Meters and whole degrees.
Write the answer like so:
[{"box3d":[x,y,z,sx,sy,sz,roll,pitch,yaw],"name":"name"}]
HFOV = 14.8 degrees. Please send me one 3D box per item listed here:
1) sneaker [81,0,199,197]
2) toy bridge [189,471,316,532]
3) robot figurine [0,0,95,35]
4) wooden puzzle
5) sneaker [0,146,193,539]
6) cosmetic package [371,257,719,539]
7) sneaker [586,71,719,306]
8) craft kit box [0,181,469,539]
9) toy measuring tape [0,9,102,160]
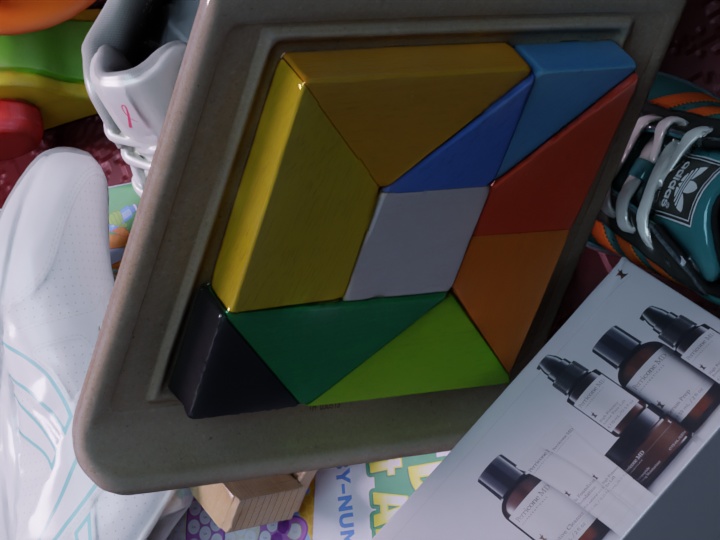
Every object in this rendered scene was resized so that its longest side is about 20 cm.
[{"box3d":[-0.063,-0.047,0.980,0.078,0.099,0.201,-4,92,29],"name":"sneaker"},{"box3d":[0.000,0.000,0.952,0.027,0.067,0.201,43,126,36],"name":"toy bridge"},{"box3d":[-0.130,-0.165,1.059,0.116,0.200,0.144,24,119,-10],"name":"robot figurine"},{"box3d":[0.011,-0.018,0.891,0.037,0.184,0.201,46,131,43],"name":"wooden puzzle"},{"box3d":[-0.096,0.055,1.009,0.080,0.070,0.201,0,85,17],"name":"sneaker"},{"box3d":[0.056,0.096,0.927,0.200,0.051,0.082,-48,44,-7],"name":"cosmetic package"},{"box3d":[0.117,-0.030,0.961,0.199,0.080,0.072,25,91,27],"name":"sneaker"},{"box3d":[-0.044,0.059,1.039,0.197,0.048,0.201,-10,75,20],"name":"craft kit box"},{"box3d":[-0.116,-0.089,1.088,0.199,0.074,0.074,-15,73,22],"name":"toy measuring tape"}]
